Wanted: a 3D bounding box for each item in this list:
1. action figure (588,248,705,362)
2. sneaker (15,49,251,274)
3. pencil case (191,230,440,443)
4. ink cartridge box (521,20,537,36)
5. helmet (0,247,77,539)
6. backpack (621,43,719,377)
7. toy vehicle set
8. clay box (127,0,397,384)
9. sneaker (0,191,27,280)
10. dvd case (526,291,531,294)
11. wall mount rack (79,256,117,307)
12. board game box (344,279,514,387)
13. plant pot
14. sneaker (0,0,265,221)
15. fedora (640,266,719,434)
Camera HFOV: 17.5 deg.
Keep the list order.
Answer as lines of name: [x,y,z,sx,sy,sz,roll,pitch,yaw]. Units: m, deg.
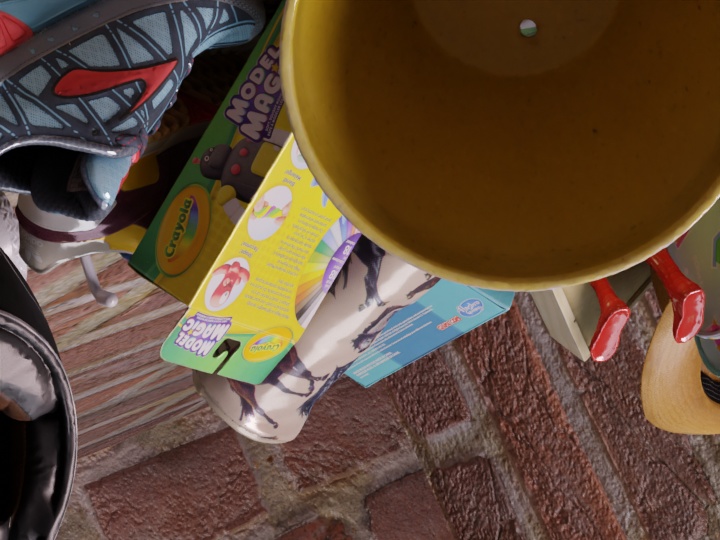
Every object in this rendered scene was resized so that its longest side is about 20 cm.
action figure: [0.084,-0.024,1.096,0.065,0.201,0.099,-10,139,-21]
sneaker: [-0.090,-0.051,1.166,0.199,0.075,0.091,-10,131,-44]
pencil case: [0.000,0.000,1.213,0.200,0.078,0.089,-44,164,13]
ink cartridge box: [0.139,-0.181,1.143,0.117,0.068,0.200,-20,173,-43]
helmet: [-0.235,0.060,1.073,0.199,0.201,0.190,-22,-150,-29]
backpack: [0.226,-0.054,1.062,0.199,0.177,0.153,-21,164,29]
toy vehicle set: [0.138,-0.033,1.246,0.124,0.026,0.200,-48,158,-6]
clay box: [-0.034,-0.045,1.123,0.201,0.047,0.115,-58,153,5]
sneaker: [-0.257,0.018,1.198,0.115,0.076,0.199,-24,179,-42]
dvd case: [0.035,-0.041,1.394,0.025,0.199,0.150,-60,180,-1]
wall mount rack: [-0.089,-0.024,1.464,0.199,0.075,0.173,-23,-170,-29]
board game box: [-0.030,-0.022,1.313,0.151,0.199,0.047,-31,-148,51]
plant pot: [0.069,-0.110,1.005,0.199,0.201,0.142,-26,-161,12]
sneaker: [-0.115,-0.065,0.933,0.199,0.096,0.079,-22,174,-34]
fedora: [0.216,0.003,1.280,0.199,0.082,0.201,-21,143,-17]
